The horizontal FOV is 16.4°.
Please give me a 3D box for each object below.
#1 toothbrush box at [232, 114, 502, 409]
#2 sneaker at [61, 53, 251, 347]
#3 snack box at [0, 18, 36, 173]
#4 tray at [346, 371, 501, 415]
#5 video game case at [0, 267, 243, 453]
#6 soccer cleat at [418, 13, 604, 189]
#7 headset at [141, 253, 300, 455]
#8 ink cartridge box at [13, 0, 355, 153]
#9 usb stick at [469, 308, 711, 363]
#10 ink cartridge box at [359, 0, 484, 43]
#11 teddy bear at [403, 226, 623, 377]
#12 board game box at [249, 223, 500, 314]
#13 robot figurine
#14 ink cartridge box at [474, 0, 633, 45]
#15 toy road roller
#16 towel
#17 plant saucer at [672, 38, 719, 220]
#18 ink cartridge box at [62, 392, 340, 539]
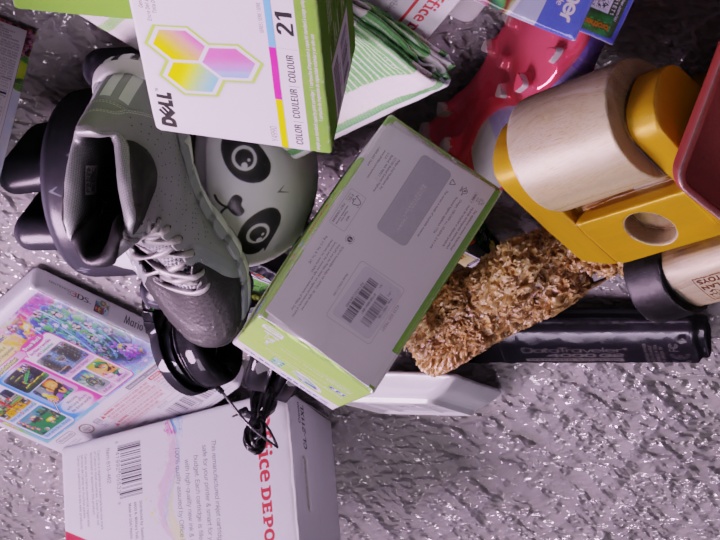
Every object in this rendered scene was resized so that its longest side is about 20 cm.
[{"bbox_3d":[0.000,0.000,1.538,0.086,0.146,0.200,34,170,-4],"label":"toothbrush box"},{"bbox_3d":[-0.130,-0.016,1.462,0.075,0.116,0.201,-6,121,23],"label":"sneaker"},{"bbox_3d":[-0.274,-0.055,1.606,0.053,0.143,0.200,20,144,-16],"label":"snack box"},{"bbox_3d":[0.032,0.088,1.760,0.107,0.022,0.200,0,174,13],"label":"tray"},{"bbox_3d":[-0.215,0.081,1.893,0.182,0.024,0.200,27,143,-23],"label":"video game case"},{"bbox_3d":[0.105,-0.107,1.516,0.076,0.067,0.200,7,149,-25],"label":"soccer cleat"},{"bbox_3d":[-0.083,0.047,1.752,0.123,0.094,0.201,3,131,12],"label":"headset"},{"bbox_3d":[-0.109,-0.144,1.333,0.199,0.076,0.148,8,150,8],"label":"ink cartridge box"},{"bbox_3d":[0.144,0.045,1.742,0.199,0.033,0.056,0,152,14],"label":"usb stick"},{"bbox_3d":[-0.002,-0.185,1.419,0.199,0.067,0.116,21,144,-16],"label":"ink cartridge box"},{"bbox_3d":[0.113,-0.003,1.618,0.200,0.145,0.067,-29,91,38],"label":"teddy bear"},{"bbox_3d":[0.002,0.000,1.725,0.199,0.024,0.105,-12,142,28],"label":"board game box"},{"bbox_3d":[-0.126,-0.058,1.580,0.199,0.125,0.150,-3,157,18],"label":"robot figurine"},{"bbox_3d":[0.078,-0.204,1.343,0.199,0.042,0.120,20,105,-18],"label":"ink cartridge box"},{"bbox_3d":[0.187,-0.074,1.461,0.123,0.146,0.200,-18,135,43],"label":"toy road roller"},{"bbox_3d":[-0.065,-0.137,1.425,0.200,0.023,0.152,31,146,-30],"label":"towel"},{"bbox_3d":[0.261,-0.085,1.401,0.200,0.200,0.037,34,159,-31],"label":"plant saucer"},{"bbox_3d":[-0.119,0.190,1.886,0.199,0.146,0.083,-15,154,21],"label":"ink cartridge box"}]
